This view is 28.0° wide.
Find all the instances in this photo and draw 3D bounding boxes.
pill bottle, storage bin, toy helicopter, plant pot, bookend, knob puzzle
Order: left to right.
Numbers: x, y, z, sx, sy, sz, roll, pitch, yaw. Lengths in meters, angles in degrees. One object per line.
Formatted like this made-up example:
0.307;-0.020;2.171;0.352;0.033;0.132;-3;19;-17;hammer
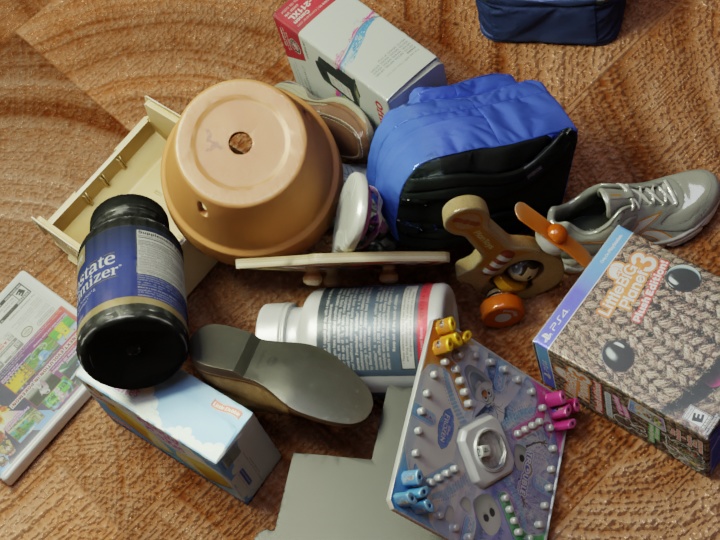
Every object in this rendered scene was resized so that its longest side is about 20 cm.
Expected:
-0.235;0.016;1.484;0.112;0.112;0.200;-17;43;4;pill bottle
-0.242;-0.074;1.670;0.198;0.094;0.200;32;73;27;storage bin
-0.119;-0.114;1.525;0.200;0.140;0.200;0;78;1;plant pot
-0.002;0.075;1.507;0.200;0.120;0.120;-2;60;13;pill bottle
0.000;0.000;1.511;0.219;0.220;0.030;-2;87;13;knob puzzle
0.020;0.207;1.442;0.200;0.092;0.199;3;60;17;bookend
0.151;-0.025;1.478;0.132;0.200;0.079;-21;56;22;toy helicopter

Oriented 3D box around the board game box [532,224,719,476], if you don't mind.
0.302;0.078;1.441;0.200;0.097;0.159;29;71;27;board game box

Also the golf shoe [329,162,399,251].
-0.021;-0.090;1.649;0.200;0.078;0.097;29;52;23;golf shoe

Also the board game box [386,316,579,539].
0.125;0.172;1.382;0.026;0.200;0.200;-21;45;47;board game box

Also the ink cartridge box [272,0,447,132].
0.006;-0.226;1.661;0.083;0.146;0.200;-41;59;-14;ink cartridge box

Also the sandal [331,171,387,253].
0.003;-0.055;1.493;0.050;0.203;0.083;7;86;-6;sandal

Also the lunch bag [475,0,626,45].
0.229;-0.354;1.688;0.200;0.132;0.136;3;62;17;lunch bag

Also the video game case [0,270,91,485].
-0.390;0.118;1.640;0.182;0.023;0.200;32;72;28;video game case

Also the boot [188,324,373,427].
-0.077;0.117;1.457;0.200;0.075;0.074;19;53;18;boot

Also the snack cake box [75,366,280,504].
-0.191;0.152;1.514;0.200;0.115;0.067;27;71;27;snack cake box

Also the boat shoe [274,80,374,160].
-0.059;-0.161;1.661;0.072;0.076;0.200;-28;31;-29;boat shoe

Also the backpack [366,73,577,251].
0.103;-0.114;1.546;0.200;0.163;0.168;-16;46;-19;backpack

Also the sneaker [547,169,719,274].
0.289;-0.064;1.529;0.200;0.092;0.076;-23;58;0;sneaker
